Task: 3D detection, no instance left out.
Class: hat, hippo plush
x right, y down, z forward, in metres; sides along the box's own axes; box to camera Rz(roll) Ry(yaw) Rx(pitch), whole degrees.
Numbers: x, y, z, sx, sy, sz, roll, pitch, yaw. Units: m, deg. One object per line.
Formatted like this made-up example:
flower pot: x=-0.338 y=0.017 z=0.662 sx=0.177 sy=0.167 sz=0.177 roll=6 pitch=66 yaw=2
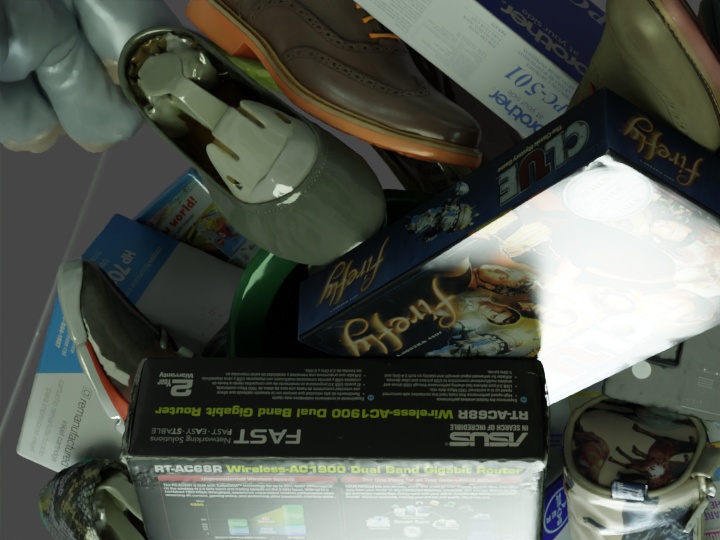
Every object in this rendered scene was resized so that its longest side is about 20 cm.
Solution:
hat: x=0.000 y=0.000 z=0.909 sx=0.165 sy=0.176 sz=0.201 roll=-18 pitch=112 yaw=0
hippo plush: x=-0.189 y=-0.121 z=0.865 sx=0.159 sy=0.161 sz=0.200 roll=27 pitch=125 yaw=1

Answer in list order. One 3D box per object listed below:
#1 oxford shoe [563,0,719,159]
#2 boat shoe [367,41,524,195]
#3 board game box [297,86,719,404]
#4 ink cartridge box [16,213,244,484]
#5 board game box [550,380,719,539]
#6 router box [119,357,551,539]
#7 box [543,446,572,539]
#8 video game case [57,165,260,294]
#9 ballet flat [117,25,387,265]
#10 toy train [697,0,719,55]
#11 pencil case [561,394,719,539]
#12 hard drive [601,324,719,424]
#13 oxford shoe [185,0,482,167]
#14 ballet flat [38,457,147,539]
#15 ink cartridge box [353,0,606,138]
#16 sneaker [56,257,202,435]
oxford shoe: x=0.121 y=-0.064 z=0.708 sx=0.075 sy=0.071 sz=0.200 roll=-26 pitch=153 yaw=2
boat shoe: x=0.069 y=-0.038 z=0.893 sx=0.063 sy=0.073 sz=0.200 roll=-31 pitch=95 yaw=42
board game box: x=0.085 y=0.004 z=0.734 sx=0.135 sy=0.035 sz=0.200 roll=25 pitch=141 yaw=-31
ink cartridge box: x=-0.091 y=0.078 z=0.981 sx=0.199 sy=0.086 sz=0.147 roll=24 pitch=124 yaw=4
board game box: x=0.173 y=0.106 z=0.962 sx=0.152 sy=0.040 sz=0.201 roll=-3 pitch=120 yaw=20
router box: x=-0.008 y=0.113 z=0.800 sx=0.199 sy=0.062 sz=0.150 roll=0 pitch=138 yaw=3
box: x=0.039 y=0.213 z=0.957 sx=0.105 sy=0.184 sz=0.201 roll=27 pitch=139 yaw=36
video game case: x=-0.077 y=0.043 z=1.018 sx=0.200 sy=0.018 sz=0.143 roll=45 pitch=124 yaw=-12
ballet flat: x=-0.064 y=-0.066 z=0.809 sx=0.067 sy=0.200 sz=0.064 roll=-49 pitch=137 yaw=-1
toy train: x=0.246 y=-0.107 z=0.737 sx=0.199 sy=0.114 sz=0.086 roll=-8 pitch=88 yaw=10
pencil case: x=0.165 y=0.167 z=0.917 sx=0.089 sy=0.078 sz=0.201 roll=25 pitch=140 yaw=41
hard drive: x=0.214 y=-0.015 z=0.844 sx=0.139 sy=0.038 sz=0.201 roll=12 pitch=108 yaw=10
oxford shoe: x=-0.009 y=-0.119 z=0.827 sx=0.200 sy=0.071 sz=0.073 roll=37 pitch=108 yaw=27
ballet flat: x=-0.108 y=0.190 z=0.947 sx=0.200 sy=0.072 sz=0.072 roll=50 pitch=123 yaw=1
ink cartridge box: x=0.035 y=-0.154 z=0.813 sx=0.200 sy=0.094 sz=0.044 roll=38 pitch=124 yaw=-7
sneaker: x=-0.095 y=0.067 z=0.898 sx=0.082 sy=0.077 sz=0.200 roll=-31 pitch=108 yaw=0
